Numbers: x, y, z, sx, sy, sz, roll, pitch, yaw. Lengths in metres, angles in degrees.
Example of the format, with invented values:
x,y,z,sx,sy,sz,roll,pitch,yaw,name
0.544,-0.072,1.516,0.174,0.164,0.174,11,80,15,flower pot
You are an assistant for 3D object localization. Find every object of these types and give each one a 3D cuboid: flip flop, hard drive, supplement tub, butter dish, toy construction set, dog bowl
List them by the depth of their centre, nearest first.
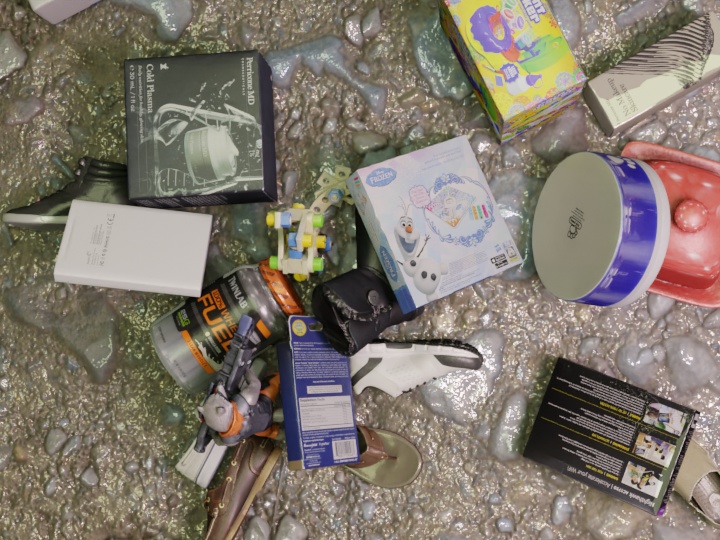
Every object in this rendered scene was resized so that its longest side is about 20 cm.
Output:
x,y,z,sx,sy,sz,roll,pitch,yaw,name
0.314,-0.054,1.438,0.078,0.200,0.203,7,87,-25,dog bowl
0.432,-0.067,1.458,0.197,0.148,0.202,16,89,7,butter dish
-0.072,-0.064,1.502,0.091,0.200,0.132,9,123,21,toy construction set
-0.313,-0.032,1.511,0.198,0.026,0.133,7,53,-4,hard drive
-0.184,0.074,1.523,0.199,0.123,0.123,-33,84,3,supplement tub
-0.007,0.244,1.528,0.199,0.058,0.082,30,90,7,flip flop

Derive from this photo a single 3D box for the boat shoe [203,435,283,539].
x,y,z,sx,sy,sz,roll,pitch,yaw,name
-0.185,0.324,1.536,0.070,0.070,0.201,28,81,-1,boat shoe

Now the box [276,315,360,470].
x,y,z,sx,sy,sz,roll,pitch,yaw,name
-0.058,0.164,1.466,0.032,0.121,0.202,-12,78,37,box

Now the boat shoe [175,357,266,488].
x,y,z,sx,sy,sz,roll,pitch,yaw,name
-0.203,0.207,1.547,0.069,0.071,0.201,28,95,6,boat shoe

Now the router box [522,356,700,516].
x,y,z,sx,sy,sz,roll,pitch,yaw,name
0.337,0.222,1.469,0.198,0.051,0.151,21,89,26,router box

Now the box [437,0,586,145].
x,y,z,sx,sy,sz,roll,pitch,yaw,name
0.201,-0.300,1.471,0.121,0.193,0.202,-26,84,4,box

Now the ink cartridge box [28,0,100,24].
x,y,z,sx,sy,sz,roll,pitch,yaw,name
-0.445,-0.492,1.599,0.143,0.084,0.202,-25,86,3,ink cartridge box

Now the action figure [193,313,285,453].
x,y,z,sx,sy,sz,roll,pitch,yaw,name
-0.136,0.164,1.447,0.104,0.193,0.202,28,110,32,action figure

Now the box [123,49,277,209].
x,y,z,sx,sy,sz,roll,pitch,yaw,name
-0.225,-0.196,1.544,0.194,0.124,0.203,-3,86,4,box

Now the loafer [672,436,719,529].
x,y,z,sx,sy,sz,roll,pitch,yaw,name
0.450,0.272,1.476,0.200,0.068,0.076,44,92,6,loafer

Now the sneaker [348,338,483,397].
x,y,z,sx,sy,sz,roll,pitch,yaw,name
0.075,0.137,1.525,0.198,0.074,0.081,-1,91,14,sneaker

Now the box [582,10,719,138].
x,y,z,sx,sy,sz,roll,pitch,yaw,name
0.416,-0.272,1.510,0.199,0.068,0.083,-31,84,3,box

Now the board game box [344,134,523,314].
x,y,z,sx,sy,sz,roll,pitch,yaw,name
0.103,-0.067,1.491,0.199,0.043,0.201,-20,85,-32,board game box

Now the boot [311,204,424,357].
x,y,z,sx,sy,sz,roll,pitch,yaw,name
0.000,0.000,1.477,0.076,0.167,0.202,-11,98,43,boot

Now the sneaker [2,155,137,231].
x,y,z,sx,sy,sz,roll,pitch,yaw,name
-0.424,-0.113,1.587,0.198,0.071,0.100,-5,85,-1,sneaker
